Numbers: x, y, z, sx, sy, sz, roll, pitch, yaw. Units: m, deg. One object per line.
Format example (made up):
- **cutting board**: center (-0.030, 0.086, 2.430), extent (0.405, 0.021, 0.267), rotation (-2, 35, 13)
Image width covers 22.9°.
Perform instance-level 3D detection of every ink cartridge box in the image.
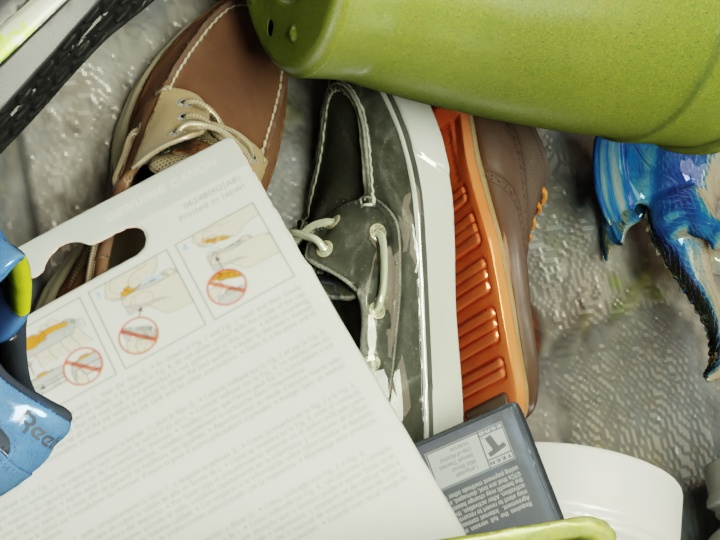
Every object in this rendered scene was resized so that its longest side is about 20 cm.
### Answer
- **ink cartridge box**: center (-0.070, 0.068, 0.639), extent (0.159, 0.047, 0.201), rotation (-28, 59, -5)

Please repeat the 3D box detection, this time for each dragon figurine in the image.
- **dragon figurine**: center (0.141, -0.038, 0.852), extent (0.098, 0.059, 0.202), rotation (6, 70, 10)

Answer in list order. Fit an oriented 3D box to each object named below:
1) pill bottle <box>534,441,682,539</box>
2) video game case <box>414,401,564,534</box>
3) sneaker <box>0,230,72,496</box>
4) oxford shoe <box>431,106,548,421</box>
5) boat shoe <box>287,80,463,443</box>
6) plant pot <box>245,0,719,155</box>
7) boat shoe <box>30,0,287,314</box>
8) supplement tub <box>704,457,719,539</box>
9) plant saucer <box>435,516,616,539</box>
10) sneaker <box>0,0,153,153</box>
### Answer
- **pill bottle**: center (0.077, 0.181, 0.719), extent (0.113, 0.114, 0.202), rotation (20, 65, -23)
- **video game case**: center (0.028, 0.165, 0.666), extent (0.142, 0.019, 0.201), rotation (-24, 61, 7)
- **sneaker**: center (-0.156, -0.008, 0.631), extent (0.078, 0.066, 0.201), rotation (-30, 62, 6)
- **oxford shoe**: center (0.061, -0.025, 0.806), extent (0.072, 0.071, 0.202), rotation (1, 73, -34)
- **boat shoe**: center (0.000, 0.000, 0.762), extent (0.063, 0.071, 0.202), rotation (1, 75, -31)
- **plant pot**: center (0.057, -0.146, 0.722), extent (0.191, 0.200, 0.202), rotation (-3, 75, -23)
- **boat shoe**: center (-0.069, -0.032, 0.731), extent (0.075, 0.072, 0.201), rotation (28, 62, -18)
- **supplement tub**: center (0.230, 0.177, 0.790), extent (0.143, 0.144, 0.202), rotation (1, 74, -29)
- **plant saucer**: center (-0.017, 0.177, 0.562), extent (0.198, 0.048, 0.202), rotation (-7, 105, -13)
- **sneaker**: center (-0.133, -0.127, 0.713), extent (0.083, 0.072, 0.200), rotation (41, 73, 3)
